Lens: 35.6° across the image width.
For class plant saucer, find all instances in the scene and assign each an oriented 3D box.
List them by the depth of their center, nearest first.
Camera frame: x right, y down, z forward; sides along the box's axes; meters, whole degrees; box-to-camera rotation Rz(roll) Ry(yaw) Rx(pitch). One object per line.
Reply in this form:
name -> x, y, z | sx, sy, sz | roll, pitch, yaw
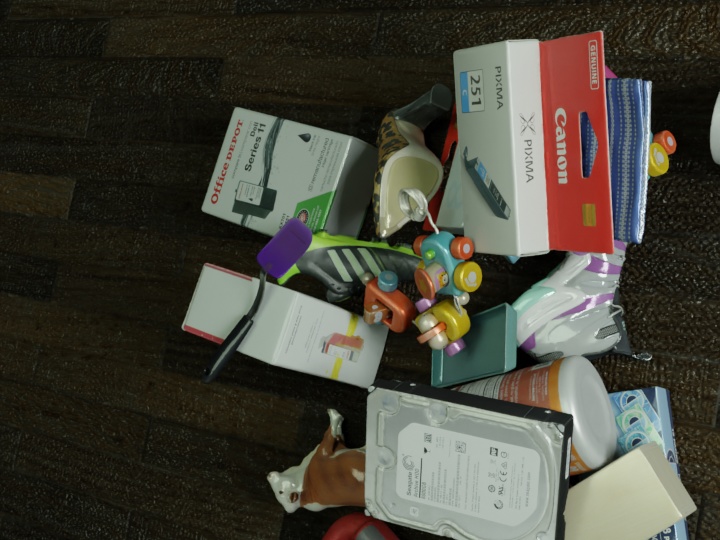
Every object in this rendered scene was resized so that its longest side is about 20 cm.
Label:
plant saucer -> 0.119, 0.084, 1.195 | 0.200, 0.019, 0.071 | 147, 127, -70

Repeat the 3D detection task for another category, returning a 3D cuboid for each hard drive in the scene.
hard drive -> 0.099, 0.187, 1.066 | 0.198, 0.038, 0.141 | 10, 106, 26

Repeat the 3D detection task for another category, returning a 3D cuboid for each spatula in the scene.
spatula -> -0.113, 0.036, 1.184 | 0.056, 0.020, 0.201 | 39, 101, 47

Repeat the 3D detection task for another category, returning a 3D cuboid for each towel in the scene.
towel -> 0.193, -0.108, 1.048 | 0.200, 0.024, 0.146 | 16, 108, 60

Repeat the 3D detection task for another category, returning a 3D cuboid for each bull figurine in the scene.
bull figurine -> -0.013, 0.224, 1.292 | 0.198, 0.065, 0.123 | -1, 74, 30

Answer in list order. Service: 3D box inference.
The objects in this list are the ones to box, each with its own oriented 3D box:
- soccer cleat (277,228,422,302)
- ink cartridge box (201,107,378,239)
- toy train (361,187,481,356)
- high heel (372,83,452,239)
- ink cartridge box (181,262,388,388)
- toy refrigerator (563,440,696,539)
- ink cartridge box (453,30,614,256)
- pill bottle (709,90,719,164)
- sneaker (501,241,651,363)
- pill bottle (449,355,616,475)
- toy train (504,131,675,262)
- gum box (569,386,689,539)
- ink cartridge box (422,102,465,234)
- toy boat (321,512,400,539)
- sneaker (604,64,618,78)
soccer cleat -> 0.000, 0.000, 1.294 | 0.198, 0.068, 0.082 | 10, 91, -3
ink cartridge box -> -0.087, -0.110, 1.403 | 0.199, 0.083, 0.148 | 18, 90, 35
toy train -> 0.051, 0.018, 1.172 | 0.150, 0.055, 0.201 | 41, 145, 23
high heel -> 0.037, -0.109, 1.295 | 0.142, 0.071, 0.201 | -27, 38, 61
ink cartridge box -> -0.081, 0.067, 1.292 | 0.144, 0.200, 0.084 | 16, 85, 34
toy refrigerator -> 0.216, 0.249, 1.082 | 0.200, 0.070, 0.076 | -38, 70, 22
ink cartridge box -> 0.157, -0.114, 1.049 | 0.176, 0.044, 0.202 | 7, 103, 60
pill bottle -> 0.437, -0.127, 1.044 | 0.199, 0.112, 0.113 | 14, 87, 34
sneaker -> 0.256, 0.034, 1.161 | 0.140, 0.078, 0.200 | 43, 92, 12
pill bottle -> 0.145, 0.162, 1.121 | 0.199, 0.112, 0.113 | -20, 69, 29
toy train -> 0.221, -0.087, 1.138 | 0.200, 0.056, 0.150 | -45, 20, 1
gum box -> 0.226, 0.219, 1.148 | 0.199, 0.044, 0.172 | -13, 72, 30
ink cartridge box -> 0.110, -0.122, 1.234 | 0.200, 0.047, 0.162 | -168, 93, -70
toy boat -> -0.036, 0.367, 1.236 | 0.130, 0.130, 0.201 | 42, 103, 33
sneaker -> 0.220, -0.163, 1.138 | 0.088, 0.200, 0.082 | -40, 76, 3
